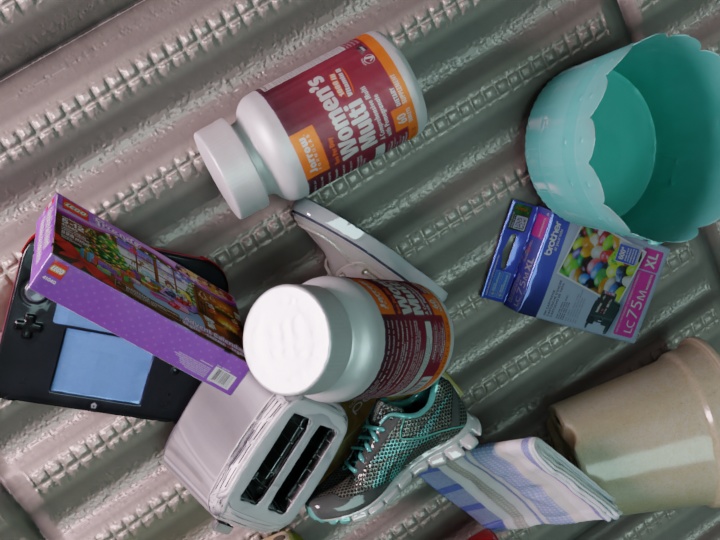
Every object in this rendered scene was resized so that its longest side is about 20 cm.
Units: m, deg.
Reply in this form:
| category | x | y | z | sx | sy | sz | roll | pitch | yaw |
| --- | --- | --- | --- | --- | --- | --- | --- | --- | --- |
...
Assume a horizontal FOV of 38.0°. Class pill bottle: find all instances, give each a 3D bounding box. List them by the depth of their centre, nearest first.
| category | x | y | z | sx | sy | sz | roll | pitch | yaw |
| --- | --- | --- | --- | --- | --- | --- | --- | --- | --- |
| pill bottle | -0.007 | 0.061 | 0.939 | 0.200 | 0.109 | 0.110 | 5 | 107 | -57 |
| pill bottle | -0.047 | -0.134 | 0.979 | 0.199 | 0.110 | 0.110 | -30 | 113 | -10 |

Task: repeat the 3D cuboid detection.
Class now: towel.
| category | x | y | z | sx | sy | sz | roll | pitch | yaw |
| --- | --- | --- | --- | --- | --- | --- | --- | --- | --- |
| towel | 0.163 | 0.235 | 1.126 | 0.147 | 0.200 | 0.024 | 40 | 54 | -22 |

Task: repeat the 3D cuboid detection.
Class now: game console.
| category | x | y | z | sx | sy | sz | roll | pitch | yaw |
| --- | --- | --- | --- | --- | --- | --- | --- | --- | --- |
| game console | -0.239 | 0.056 | 1.008 | 0.199 | 0.031 | 0.178 | 13 | 100 | -22 |

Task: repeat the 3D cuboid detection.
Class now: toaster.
| category | x | y | z | sx | sy | sz | roll | pitch | yaw |
| --- | --- | --- | --- | --- | --- | --- | --- | --- | --- |
| toaster | -0.097 | 0.158 | 1.027 | 0.113 | 0.129 | 0.200 | 32 | 93 | -39 |

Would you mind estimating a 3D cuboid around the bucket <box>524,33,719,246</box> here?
| category | x | y | z | sx | sy | sz | roll | pitch | yaw |
| --- | --- | --- | --- | --- | --- | --- | --- | --- | --- |
| bucket | 0.278 | -0.131 | 1.066 | 0.206 | 0.135 | 0.208 | -2 | 95 | -24 |

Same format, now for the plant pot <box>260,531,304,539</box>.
| category | x | y | z | sx | sy | sz | roll | pitch | yaw |
| --- | --- | --- | --- | --- | --- | --- | --- | --- | --- |
| plant pot | -0.099 | 0.394 | 1.072 | 0.199 | 0.199 | 0.182 | -21 | 105 | -13 |

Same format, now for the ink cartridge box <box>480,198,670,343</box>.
| category | x | y | z | sx | sy | sz | roll | pitch | yaw |
| --- | --- | --- | --- | --- | --- | --- | --- | --- | --- |
| ink cartridge box | 0.240 | 0.003 | 1.163 | 0.199 | 0.042 | 0.120 | 15 | 99 | -22 |

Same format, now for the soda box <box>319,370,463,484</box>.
| category | x | y | z | sx | sy | sz | roll | pitch | yaw |
| --- | --- | --- | --- | --- | --- | --- | --- | --- | --- |
| soda box | 0.010 | 0.167 | 1.110 | 0.200 | 0.068 | 0.064 | -43 | 115 | -4 |

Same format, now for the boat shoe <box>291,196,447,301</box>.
| category | x | y | z | sx | sy | sz | roll | pitch | yaw |
| --- | --- | --- | --- | --- | --- | --- | --- | --- | --- |
| boat shoe | 0.000 | 0.000 | 1.061 | 0.200 | 0.071 | 0.070 | 35 | 89 | -32 |

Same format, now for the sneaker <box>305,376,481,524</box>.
| category | x | y | z | sx | sy | sz | roll | pitch | yaw |
| --- | --- | --- | --- | --- | --- | --- | --- | --- | --- |
| sneaker | 0.023 | 0.173 | 1.043 | 0.200 | 0.078 | 0.092 | -31 | 111 | -19 |

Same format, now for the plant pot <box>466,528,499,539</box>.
| category | x | y | z | sx | sy | sz | roll | pitch | yaw |
| --- | --- | --- | --- | --- | --- | --- | --- | --- | --- |
| plant pot | 0.125 | 0.419 | 1.154 | 0.182 | 0.200 | 0.201 | -33 | 114 | -6 |

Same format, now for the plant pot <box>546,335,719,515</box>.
| category | x | y | z | sx | sy | sz | roll | pitch | yaw |
| --- | --- | --- | --- | --- | --- | --- | --- | --- | --- |
| plant pot | 0.317 | 0.194 | 1.178 | 0.183 | 0.201 | 0.201 | -15 | 110 | -3 |

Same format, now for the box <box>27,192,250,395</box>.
| category | x | y | z | sx | sy | sz | roll | pitch | yaw |
| --- | --- | --- | --- | --- | --- | --- | --- | --- | --- |
| box | -0.193 | 0.019 | 0.922 | 0.200 | 0.137 | 0.039 | 33 | 103 | -26 |
